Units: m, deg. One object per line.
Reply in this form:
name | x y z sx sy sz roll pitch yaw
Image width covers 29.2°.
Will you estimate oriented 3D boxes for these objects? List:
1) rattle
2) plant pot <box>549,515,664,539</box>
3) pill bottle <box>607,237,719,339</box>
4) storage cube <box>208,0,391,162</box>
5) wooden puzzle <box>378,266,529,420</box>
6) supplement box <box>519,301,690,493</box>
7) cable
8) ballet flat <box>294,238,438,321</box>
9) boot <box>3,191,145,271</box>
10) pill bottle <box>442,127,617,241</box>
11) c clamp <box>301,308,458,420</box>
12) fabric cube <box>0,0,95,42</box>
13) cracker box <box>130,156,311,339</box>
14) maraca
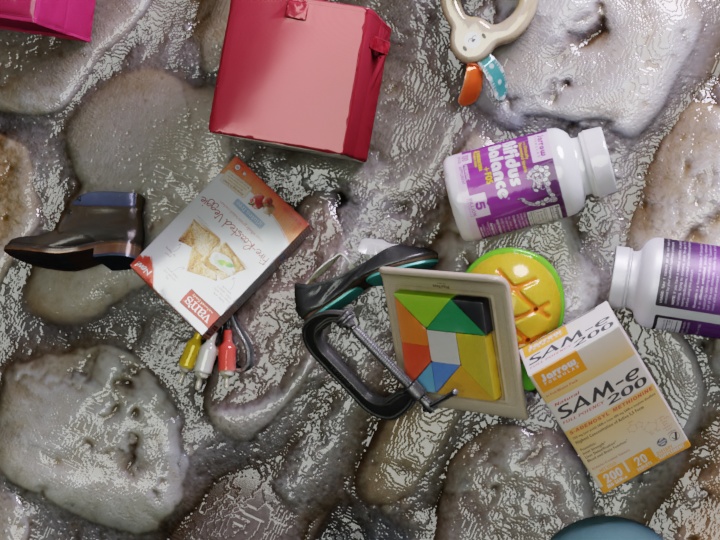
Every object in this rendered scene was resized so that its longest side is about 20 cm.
rattle | 0.155 -0.312 1.705 0.130 0.143 0.200 16 87 -9
plant pot | 0.304 0.412 1.689 0.200 0.135 0.201 0 91 9
pill bottle | 0.405 0.022 1.676 0.199 0.112 0.113 9 92 9
storage cube | -0.071 -0.239 1.725 0.200 0.171 0.180 11 93 9
wooden puzzle | 0.111 0.092 1.695 0.185 0.037 0.200 5 118 37
supplement box | 0.296 0.155 1.677 0.126 0.074 0.200 -31 112 9
cable | -0.184 0.058 1.809 0.097 0.050 0.201 6 92 12
ballet flat | 0.000 0.000 1.772 0.200 0.068 0.069 -25 74 9
boot | -0.376 -0.054 1.845 0.199 0.075 0.097 2 69 15
pill bottle | 0.210 -0.112 1.708 0.200 0.112 0.113 -15 88 10
c clamp | 0.017 0.116 1.739 0.200 0.171 0.027 42 54 2
fabric cube | -0.455 -0.416 1.774 0.196 0.200 0.200 11 94 8
cracker box | -0.179 -0.029 1.784 0.134 0.058 0.200 42 85 7
maraca | 0.180 0.068 1.722 0.137 0.107 0.200 14 108 8
